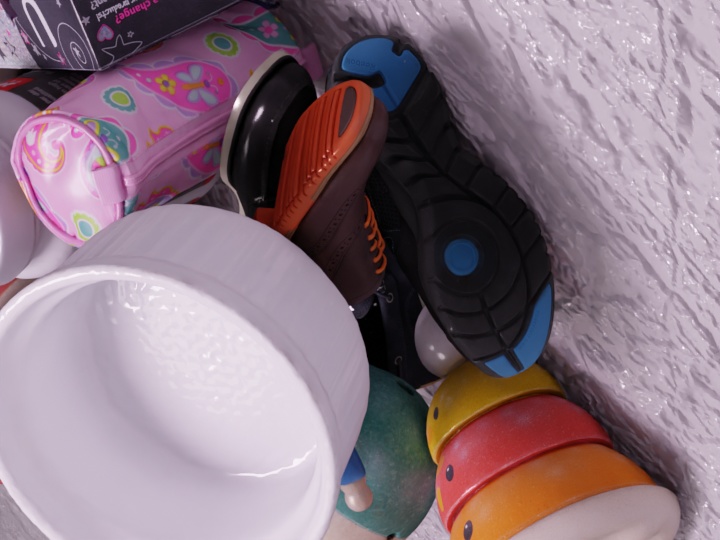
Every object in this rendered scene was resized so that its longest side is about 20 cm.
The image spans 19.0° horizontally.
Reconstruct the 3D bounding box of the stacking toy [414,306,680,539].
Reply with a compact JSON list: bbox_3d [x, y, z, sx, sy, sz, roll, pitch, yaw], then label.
[{"bbox_3d":[0.085,0.102,1.270,0.146,0.145,0.201,89,157,-59],"label":"stacking toy"}]

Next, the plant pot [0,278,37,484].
[{"bbox_3d":[-0.240,0.050,1.376,0.177,0.200,0.201,10,135,45],"label":"plant pot"}]

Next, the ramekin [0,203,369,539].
[{"bbox_3d":[-0.091,0.063,1.123,0.199,0.098,0.202,9,122,15],"label":"ramekin"}]

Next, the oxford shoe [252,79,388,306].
[{"bbox_3d":[-0.013,-0.029,1.154,0.072,0.072,0.200,17,145,-10],"label":"oxford shoe"}]

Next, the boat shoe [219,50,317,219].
[{"bbox_3d":[-0.039,-0.044,1.242,0.063,0.074,0.202,33,147,22],"label":"boat shoe"}]

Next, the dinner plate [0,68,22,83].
[{"bbox_3d":[-0.234,-0.204,1.399,0.024,0.201,0.201,4,140,15],"label":"dinner plate"}]

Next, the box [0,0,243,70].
[{"bbox_3d":[-0.154,-0.190,1.256,0.200,0.132,0.115,9,126,63],"label":"box"}]

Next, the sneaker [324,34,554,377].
[{"bbox_3d":[0.042,-0.034,1.190,0.201,0.073,0.082,64,164,2],"label":"sneaker"}]

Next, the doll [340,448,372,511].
[{"bbox_3d":[-0.057,0.106,1.225,0.136,0.049,0.201,27,125,3],"label":"doll"}]

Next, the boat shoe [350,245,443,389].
[{"bbox_3d":[0.000,0.000,1.345,0.074,0.062,0.201,29,148,53],"label":"boat shoe"}]

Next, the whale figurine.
[{"bbox_3d":[-0.026,0.081,1.332,0.159,0.104,0.200,19,-151,-56],"label":"whale figurine"}]

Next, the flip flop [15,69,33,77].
[{"bbox_3d":[-0.195,-0.129,1.414,0.201,0.057,0.081,-69,24,17],"label":"flip flop"}]

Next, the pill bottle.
[{"bbox_3d":[-0.180,-0.064,1.283,0.113,0.200,0.115,15,118,31],"label":"pill bottle"}]

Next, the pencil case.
[{"bbox_3d":[-0.106,-0.087,1.222,0.087,0.200,0.088,18,123,29],"label":"pencil case"}]
